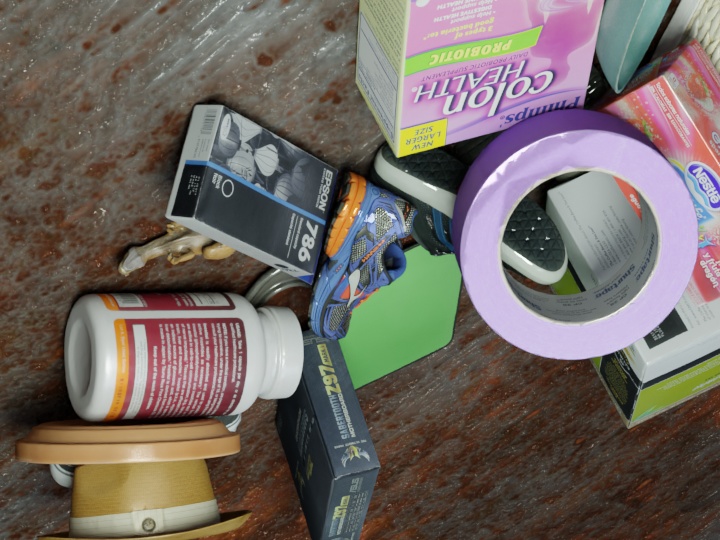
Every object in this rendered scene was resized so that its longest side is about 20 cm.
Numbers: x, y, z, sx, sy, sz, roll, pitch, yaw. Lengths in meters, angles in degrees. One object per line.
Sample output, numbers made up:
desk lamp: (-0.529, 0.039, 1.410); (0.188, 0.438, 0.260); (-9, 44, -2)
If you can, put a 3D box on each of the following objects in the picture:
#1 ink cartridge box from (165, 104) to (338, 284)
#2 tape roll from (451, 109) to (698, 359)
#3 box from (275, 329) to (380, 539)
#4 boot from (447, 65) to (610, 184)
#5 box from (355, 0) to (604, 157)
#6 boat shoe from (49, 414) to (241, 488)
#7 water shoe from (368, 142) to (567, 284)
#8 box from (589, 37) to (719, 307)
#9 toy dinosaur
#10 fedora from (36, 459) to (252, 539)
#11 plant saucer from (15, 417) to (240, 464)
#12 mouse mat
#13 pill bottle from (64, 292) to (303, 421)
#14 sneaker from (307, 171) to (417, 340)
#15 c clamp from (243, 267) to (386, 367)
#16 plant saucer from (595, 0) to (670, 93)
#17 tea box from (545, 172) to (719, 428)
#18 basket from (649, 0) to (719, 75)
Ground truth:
ink cartridge box: (-0.077, -0.060, 1.383); (0.039, 0.100, 0.200); (5, 167, 38)
tape roll: (0.178, -0.030, 1.359); (0.199, 0.066, 0.201); (-2, 111, -4)
box: (-0.036, 0.172, 1.612); (0.051, 0.158, 0.200); (-13, 152, -14)
boot: (0.172, -0.104, 1.528); (0.200, 0.068, 0.131); (-37, 150, 13)
box: (0.096, -0.211, 1.306); (0.175, 0.097, 0.201); (-15, 143, -16)
boat shoe: (-0.209, 0.152, 1.583); (0.199, 0.069, 0.057); (-18, 140, -25)
water shoe: (0.096, -0.044, 1.459); (0.071, 0.200, 0.079); (-44, 165, -40)
box: (0.295, -0.086, 1.426); (0.094, 0.201, 0.103); (-28, -171, 37)
toy dinosaur: (-0.118, -0.031, 1.438); (0.199, 0.061, 0.106); (-1, 160, -25)
fedora: (-0.201, 0.210, 1.504); (0.199, 0.082, 0.201); (-7, 175, -1)
plant saucer: (-0.207, 0.149, 1.448); (0.199, 0.033, 0.200); (-2, 179, 0)
mouse mat: (0.038, 0.043, 1.644); (0.160, 0.008, 0.201); (-24, 144, -22)
pill bottle: (-0.158, 0.077, 1.466); (0.199, 0.113, 0.113); (0, 136, -27)
sneaker: (0.000, 0.000, 1.472); (0.078, 0.076, 0.201); (15, 141, -2)
c clamp: (-0.058, 0.059, 1.600); (0.171, 0.027, 0.200); (-42, 143, 18)
plant saucer: (0.239, -0.246, 1.346); (0.201, 0.036, 0.200); (-60, 168, -21)
tea box: (0.280, 0.017, 1.601); (0.133, 0.201, 0.197); (-24, 158, -7)
basket: (0.368, -0.201, 1.487); (0.135, 0.124, 0.201); (-6, 139, -28)
